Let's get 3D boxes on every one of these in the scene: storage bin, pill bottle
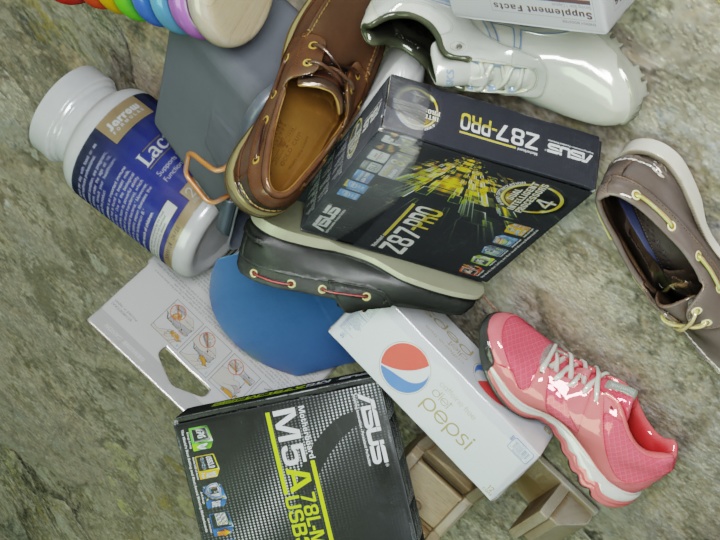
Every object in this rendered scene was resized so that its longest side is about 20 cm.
[{"bbox_3d":[-0.097,-0.131,1.152,0.134,0.145,0.200,47,149,16],"label":"storage bin"},{"bbox_3d":[-0.200,-0.095,1.315,0.200,0.116,0.116,36,147,12],"label":"pill bottle"}]

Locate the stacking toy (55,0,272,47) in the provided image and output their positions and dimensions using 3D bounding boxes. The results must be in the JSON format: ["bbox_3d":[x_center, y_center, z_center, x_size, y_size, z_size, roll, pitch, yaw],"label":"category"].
[{"bbox_3d":[-0.164,-0.221,1.068,0.199,0.085,0.086,15,138,33],"label":"stacking toy"}]

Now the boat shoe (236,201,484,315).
[{"bbox_3d":[0.000,-0.001,1.150,0.200,0.074,0.063,16,118,-10],"label":"boat shoe"}]

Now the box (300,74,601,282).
[{"bbox_3d":[0.060,-0.061,1.043,0.160,0.049,0.200,17,157,-13],"label":"box"}]

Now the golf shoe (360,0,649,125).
[{"bbox_3d":[0.091,-0.138,0.958,0.199,0.097,0.079,30,143,20],"label":"golf shoe"}]

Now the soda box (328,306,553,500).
[{"bbox_3d":[0.071,0.094,1.209,0.200,0.068,0.064,46,114,5],"label":"soda box"}]

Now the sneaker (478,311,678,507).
[{"bbox_3d":[0.183,0.100,1.167,0.200,0.074,0.087,47,132,-7],"label":"sneaker"}]

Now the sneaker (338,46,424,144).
[{"bbox_3d":[0.031,-0.099,1.109,0.088,0.075,0.200,28,151,0],"label":"sneaker"}]

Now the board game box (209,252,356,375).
[{"bbox_3d":[-0.034,0.017,1.289,0.199,0.039,0.158,-15,129,19],"label":"board game box"}]

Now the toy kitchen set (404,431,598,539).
[{"bbox_3d":[0.094,0.237,1.301,0.163,0.181,0.200,42,147,2],"label":"toy kitchen set"}]

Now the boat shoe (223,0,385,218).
[{"bbox_3d":[-0.026,-0.129,1.011,0.072,0.201,0.068,29,170,-17],"label":"boat shoe"}]

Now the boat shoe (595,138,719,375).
[{"bbox_3d":[0.226,0.005,1.000,0.072,0.060,0.201,-6,123,50],"label":"boat shoe"}]

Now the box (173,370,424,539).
[{"bbox_3d":[-0.049,0.203,1.266,0.192,0.048,0.201,-11,95,12],"label":"box"}]

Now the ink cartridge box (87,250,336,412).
[{"bbox_3d":[-0.131,0.063,1.358,0.200,0.176,0.045,43,153,3],"label":"ink cartridge box"}]

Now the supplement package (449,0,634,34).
[{"bbox_3d":[0.102,-0.250,0.800,0.109,0.114,0.201,15,137,36],"label":"supplement package"}]
